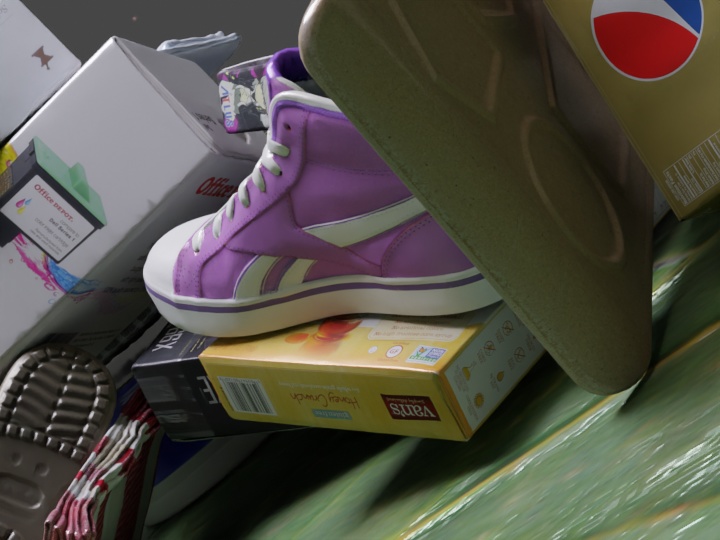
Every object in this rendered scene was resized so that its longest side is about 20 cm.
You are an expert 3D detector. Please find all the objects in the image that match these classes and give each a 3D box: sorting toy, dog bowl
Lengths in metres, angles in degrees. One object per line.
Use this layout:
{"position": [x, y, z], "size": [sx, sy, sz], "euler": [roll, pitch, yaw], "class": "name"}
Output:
{"position": [0.050, -0.071, 0.822], "size": [0.036, 0.185, 0.201], "euler": [-30, 24, 29], "class": "sorting toy"}
{"position": [-0.088, 0.058, 1.323], "size": [0.200, 0.079, 0.200], "euler": [-43, 8, 8], "class": "dog bowl"}

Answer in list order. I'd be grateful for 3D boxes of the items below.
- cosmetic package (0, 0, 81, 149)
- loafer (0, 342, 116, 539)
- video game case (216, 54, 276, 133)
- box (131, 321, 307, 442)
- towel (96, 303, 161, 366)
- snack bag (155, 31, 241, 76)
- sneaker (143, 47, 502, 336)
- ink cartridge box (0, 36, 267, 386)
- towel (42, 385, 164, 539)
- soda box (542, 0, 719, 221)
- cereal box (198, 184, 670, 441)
{"position": [-0.214, -0.076, 1.147], "size": [0.102, 0.074, 0.200], "euler": [-46, 1, -18], "class": "cosmetic package"}
{"position": [-0.174, 0.133, 1.048], "size": [0.201, 0.076, 0.068], "euler": [-61, -5, -20], "class": "loafer"}
{"position": [0.063, -0.095, 1.021], "size": [0.199, 0.036, 0.181], "euler": [-9, 4, -37], "class": "video game case"}
{"position": [0.000, 0.000, 1.081], "size": [0.157, 0.050, 0.200], "euler": [-10, 30, 35], "class": "box"}
{"position": [-0.175, 0.034, 1.305], "size": [0.165, 0.086, 0.200], "euler": [-42, 6, 1], "class": "towel"}
{"position": [-0.162, -0.065, 1.237], "size": [0.189, 0.021, 0.200], "euler": [-44, -3, 18], "class": "snack bag"}
{"position": [-0.027, -0.040, 0.893], "size": [0.199, 0.115, 0.073], "euler": [-8, 31, 38], "class": "sneaker"}
{"position": [-0.147, -0.018, 1.119], "size": [0.200, 0.084, 0.145], "euler": [-43, -8, 9], "class": "ink cartridge box"}
{"position": [-0.128, 0.145, 1.057], "size": [0.200, 0.023, 0.145], "euler": [-64, -11, -69], "class": "towel"}
{"position": [0.106, -0.121, 0.832], "size": [0.064, 0.201, 0.068], "euler": [-36, -12, 30], "class": "soda box"}
{"position": [0.043, -0.005, 0.942], "size": [0.143, 0.040, 0.200], "euler": [0, 36, 44], "class": "cereal box"}
